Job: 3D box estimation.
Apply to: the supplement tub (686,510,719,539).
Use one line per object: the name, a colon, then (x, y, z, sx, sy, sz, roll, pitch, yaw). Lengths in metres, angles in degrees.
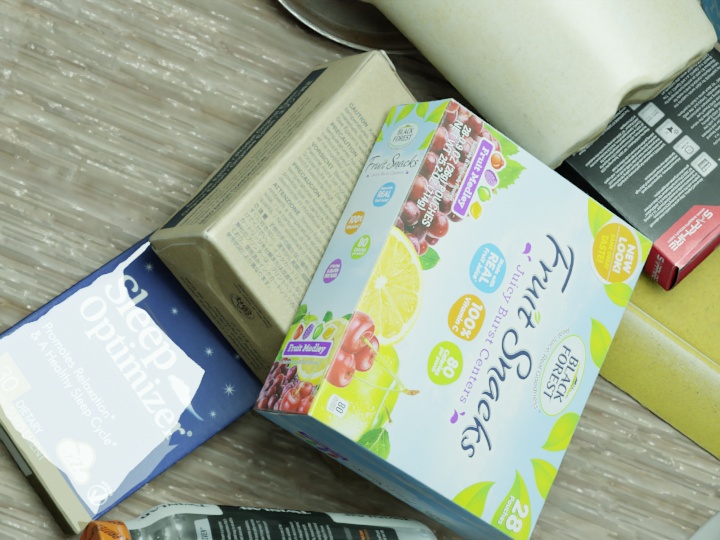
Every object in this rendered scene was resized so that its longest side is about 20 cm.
supplement tub: (0.276, 0.243, 1.612, 0.200, 0.145, 0.145, 43, 71, -6)

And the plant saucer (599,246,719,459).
plant saucer: (0.221, -0.008, 1.690, 0.200, 0.048, 0.200, 34, 72, -9)

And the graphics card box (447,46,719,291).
graphics card box: (0.164, -0.098, 1.648, 0.125, 0.051, 0.200, -42, 76, -14)

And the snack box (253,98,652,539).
snack box: (0.056, 0.030, 1.521, 0.169, 0.068, 0.200, 34, 73, -28)

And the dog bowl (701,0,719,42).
dog bowl: (0.306, -0.203, 1.751, 0.200, 0.050, 0.112, -32, 91, -21)

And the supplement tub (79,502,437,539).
supplement tub: (-0.059, 0.196, 1.522, 0.200, 0.123, 0.123, 6, 79, -18)

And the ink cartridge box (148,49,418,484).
ink cartridge box: (0.000, 0.000, 1.570, 0.165, 0.075, 0.200, -47, 111, -26)

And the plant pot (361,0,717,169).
plant pot: (0.103, -0.166, 1.558, 0.200, 0.200, 0.184, -36, 88, -20)

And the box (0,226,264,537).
box: (-0.123, 0.050, 1.576, 0.200, 0.032, 0.121, -35, 93, -21)

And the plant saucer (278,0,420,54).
plant saucer: (0.012, -0.229, 1.668, 0.200, 0.032, 0.201, 3, 80, -18)
